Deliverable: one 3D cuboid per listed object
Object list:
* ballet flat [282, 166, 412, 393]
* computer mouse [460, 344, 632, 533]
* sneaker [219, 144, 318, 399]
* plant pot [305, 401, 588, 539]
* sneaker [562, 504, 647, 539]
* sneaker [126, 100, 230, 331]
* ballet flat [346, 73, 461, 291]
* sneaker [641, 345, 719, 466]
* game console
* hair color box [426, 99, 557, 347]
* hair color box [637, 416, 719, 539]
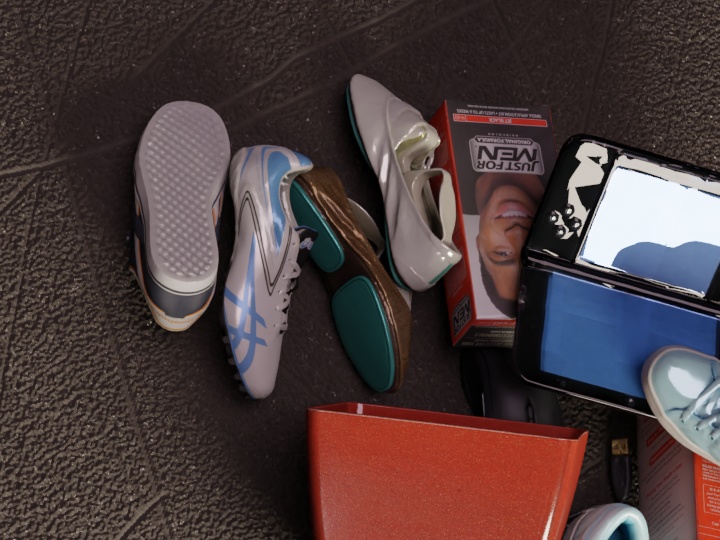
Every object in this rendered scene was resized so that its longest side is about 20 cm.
[{"bbox_3d":[0.000,0.000,1.729,0.072,0.068,0.201,-24,81,-43],"label":"ballet flat"},{"bbox_3d":[0.162,0.133,1.752,0.139,0.046,0.202,-3,77,-19],"label":"computer mouse"},{"bbox_3d":[-0.071,0.002,1.670,0.072,0.072,0.202,2,89,10],"label":"sneaker"},{"bbox_3d":[0.062,0.200,1.604,0.198,0.200,0.178,5,89,9],"label":"plant pot"},{"bbox_3d":[0.183,0.274,1.636,0.073,0.082,0.202,12,68,-14],"label":"sneaker"},{"bbox_3d":[-0.147,-0.043,1.678,0.078,0.080,0.201,9,48,-9],"label":"sneaker"},{"bbox_3d":[0.043,-0.081,1.737,0.069,0.070,0.202,-4,65,-21],"label":"ballet flat"},{"bbox_3d":[0.302,0.127,1.615,0.200,0.082,0.074,41,78,2],"label":"sneaker"},{"bbox_3d":[0.232,0.011,1.663,0.198,0.119,0.174,15,116,-10],"label":"game console"},{"bbox_3d":[0.117,-0.039,1.756,0.100,0.061,0.202,1,65,-20],"label":"hair color box"},{"bbox_3d":[0.273,0.164,1.718,0.061,0.102,0.202,13,55,-15],"label":"hair color box"}]
